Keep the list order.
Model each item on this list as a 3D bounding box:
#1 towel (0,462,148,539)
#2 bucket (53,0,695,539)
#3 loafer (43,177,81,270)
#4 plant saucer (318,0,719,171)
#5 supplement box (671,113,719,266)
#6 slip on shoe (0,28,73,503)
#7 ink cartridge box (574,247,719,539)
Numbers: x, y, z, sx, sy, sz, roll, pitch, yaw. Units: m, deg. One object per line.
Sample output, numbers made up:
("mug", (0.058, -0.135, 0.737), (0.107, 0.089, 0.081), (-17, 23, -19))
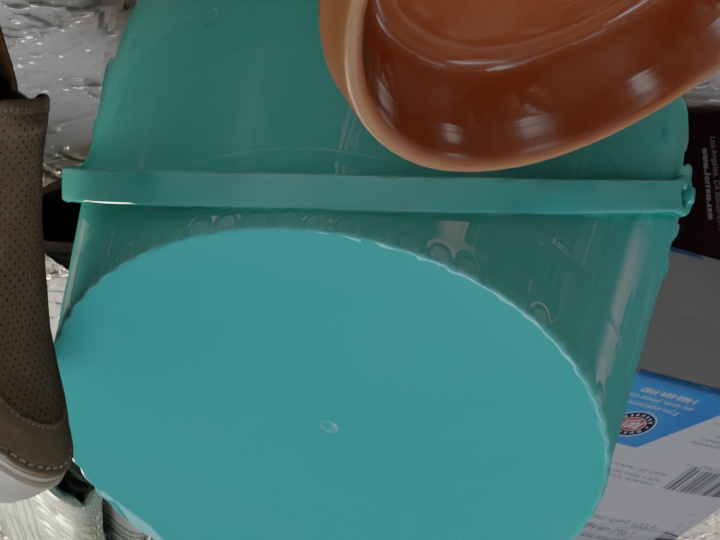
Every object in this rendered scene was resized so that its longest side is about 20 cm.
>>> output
("towel", (-0.156, 0.048, 1.133), (0.192, 0.035, 0.200), (41, 165, 11))
("bucket", (0.000, 0.000, 0.937), (0.206, 0.135, 0.208), (6, 137, 6))
("loafer", (-0.053, -0.027, 1.075), (0.063, 0.072, 0.200), (16, 156, -33))
("plant saucer", (0.073, -0.108, 0.767), (0.199, 0.032, 0.201), (-28, 150, -17))
("supplement box", (0.162, -0.017, 1.151), (0.198, 0.061, 0.109), (0, 162, -6))
("slip on shoe", (-0.118, -0.033, 0.852), (0.060, 0.201, 0.076), (-19, 179, 19))
("ink cartridge box", (0.067, 0.072, 1.120), (0.116, 0.068, 0.200), (15, 138, -39))
